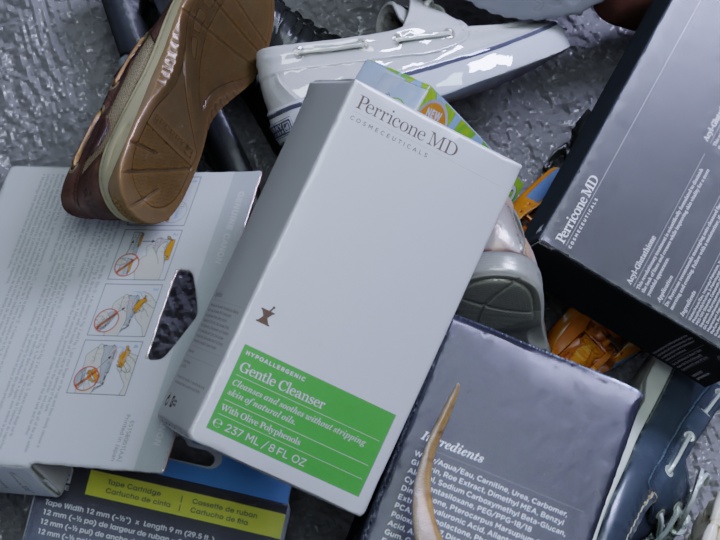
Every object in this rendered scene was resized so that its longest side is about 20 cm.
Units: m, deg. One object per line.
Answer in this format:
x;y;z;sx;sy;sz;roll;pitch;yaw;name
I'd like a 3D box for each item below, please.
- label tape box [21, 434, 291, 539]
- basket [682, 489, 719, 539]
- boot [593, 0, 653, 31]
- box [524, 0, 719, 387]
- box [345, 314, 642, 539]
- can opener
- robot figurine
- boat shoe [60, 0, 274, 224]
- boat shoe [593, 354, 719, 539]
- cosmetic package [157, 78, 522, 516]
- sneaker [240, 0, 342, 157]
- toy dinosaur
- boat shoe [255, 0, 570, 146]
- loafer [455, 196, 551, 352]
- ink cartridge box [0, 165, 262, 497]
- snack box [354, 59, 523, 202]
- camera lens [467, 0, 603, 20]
-0.123;0.181;1.253;0.143;0.066;0.200;13;64;-2;label tape box
0.223;0.208;1.216;0.123;0.200;0.136;21;70;5;basket
0.239;-0.098;1.369;0.188;0.068;0.200;5;63;-37;boot
0.196;-0.057;1.274;0.141;0.079;0.200;32;74;-6;box
0.051;0.158;1.211;0.117;0.197;0.200;21;70;0;box
-0.110;-0.104;1.354;0.063;0.079;0.200;-14;83;-20;can opener
0.160;-0.020;1.357;0.145;0.058;0.200;44;72;6;robot figurine
-0.115;-0.108;1.281;0.072;0.072;0.200;47;52;-37;boat shoe
0.165;0.124;1.280;0.062;0.075;0.200;30;41;0;boat shoe
-0.012;0.011;1.151;0.108;0.085;0.200;25;87;-16;cosmetic package
-0.017;-0.120;1.373;0.104;0.060;0.200;-24;76;-19;sneaker
0.046;0.169;1.082;0.106;0.060;0.200;-24;82;-40;toy dinosaur
0.031;-0.129;1.319;0.200;0.072;0.066;-18;89;-19;boat shoe
0.074;0.023;1.262;0.072;0.200;0.063;0;62;-1;loafer
-0.151;0.032;1.256;0.173;0.044;0.200;2;58;24;ink cartridge box
0.000;0.000;1.263;0.053;0.142;0.200;27;83;32;snack box
0.094;-0.265;1.349;0.160;0.160;0.200;-3;39;-8;camera lens
